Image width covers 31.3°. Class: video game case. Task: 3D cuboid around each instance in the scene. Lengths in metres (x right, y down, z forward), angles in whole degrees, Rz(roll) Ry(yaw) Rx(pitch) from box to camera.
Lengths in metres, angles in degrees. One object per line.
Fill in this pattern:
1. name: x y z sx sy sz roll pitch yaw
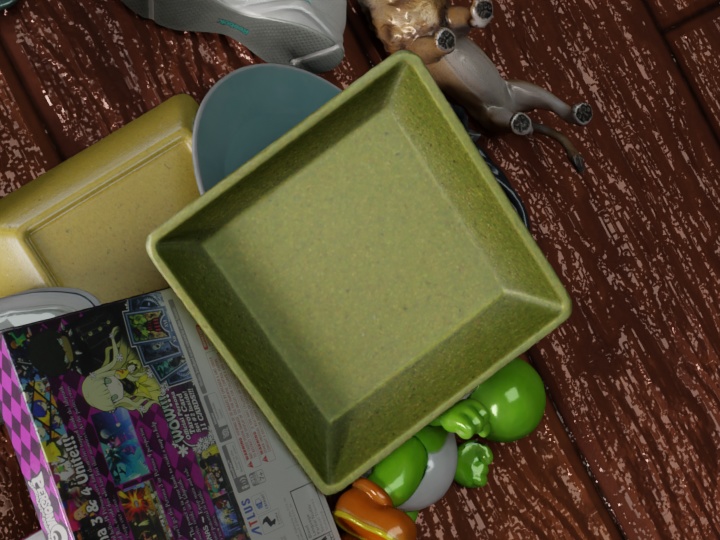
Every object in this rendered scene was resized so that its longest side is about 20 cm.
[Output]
1. video game case: -0.110 0.113 0.761 0.180 0.036 0.202 -16 82 -45

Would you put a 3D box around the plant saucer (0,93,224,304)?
1. plant saucer: -0.137 0.002 0.858 0.199 0.048 0.201 -34 90 -22

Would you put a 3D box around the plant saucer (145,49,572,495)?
1. plant saucer: 0.000 0.000 0.798 0.199 0.048 0.201 -36 105 -3

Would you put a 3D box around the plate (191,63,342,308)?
1. plate: -0.036 -0.050 0.888 0.198 0.025 0.203 21 54 -32

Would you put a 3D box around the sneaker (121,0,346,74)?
1. sneaker: -0.099 -0.211 0.915 0.198 0.070 0.081 20 63 -20

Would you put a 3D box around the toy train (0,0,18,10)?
1. toy train: -0.304 -0.197 0.833 0.114 0.085 0.200 44 70 10

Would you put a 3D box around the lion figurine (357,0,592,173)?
1. lion figurine: 0.081 -0.149 0.950 0.072 0.122 0.200 -44 110 -11

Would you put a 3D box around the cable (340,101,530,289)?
1. cable: 0.030 -0.038 0.888 0.198 0.051 0.165 -9 76 -40

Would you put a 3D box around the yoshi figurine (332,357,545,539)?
1. yoshi figurine: 0.064 0.118 0.871 0.112 0.112 0.201 49 54 -24

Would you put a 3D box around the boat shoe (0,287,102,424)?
1. boat shoe: -0.245 0.068 0.770 0.198 0.067 0.074 -25 90 -7

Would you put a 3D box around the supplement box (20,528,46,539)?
1. supplement box: -0.163 0.253 0.762 0.103 0.101 0.202 -29 88 -23
